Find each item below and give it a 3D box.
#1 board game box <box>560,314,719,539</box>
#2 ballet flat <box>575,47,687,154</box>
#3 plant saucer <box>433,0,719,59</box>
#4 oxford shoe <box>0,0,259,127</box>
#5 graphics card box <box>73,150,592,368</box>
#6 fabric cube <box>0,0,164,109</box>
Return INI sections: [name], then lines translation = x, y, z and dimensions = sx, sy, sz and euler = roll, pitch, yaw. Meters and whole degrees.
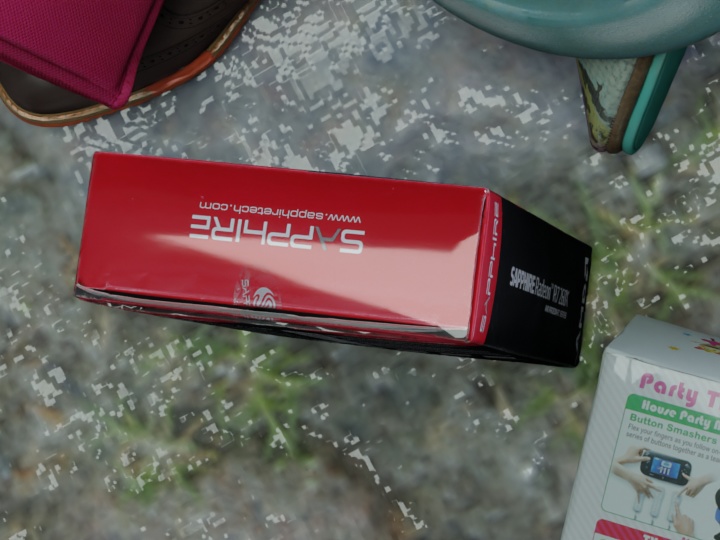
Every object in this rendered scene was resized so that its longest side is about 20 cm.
[board game box]
translation = 0.132, 0.133, 0.770
dimensions = 0.147, 0.064, 0.200
euler = 16, 104, 14
[ballet flat]
translation = 0.107, -0.136, 0.798
dimensions = 0.071, 0.069, 0.200
euler = 29, 120, 6
[plant saucer]
translation = 0.059, -0.157, 0.748
dimensions = 0.200, 0.027, 0.200
euler = 17, 125, 26
[oxford shoe]
translation = -0.062, -0.126, 0.863
dimensions = 0.200, 0.073, 0.071
euler = -37, 77, 8
[graphics card box]
translation = 0.000, 0.000, 0.769
dimensions = 0.125, 0.200, 0.051
euler = 5, 86, 16
[fabric cube]
translation = -0.168, -0.195, 0.801
dimensions = 0.200, 0.199, 0.196
euler = 23, 89, 39
